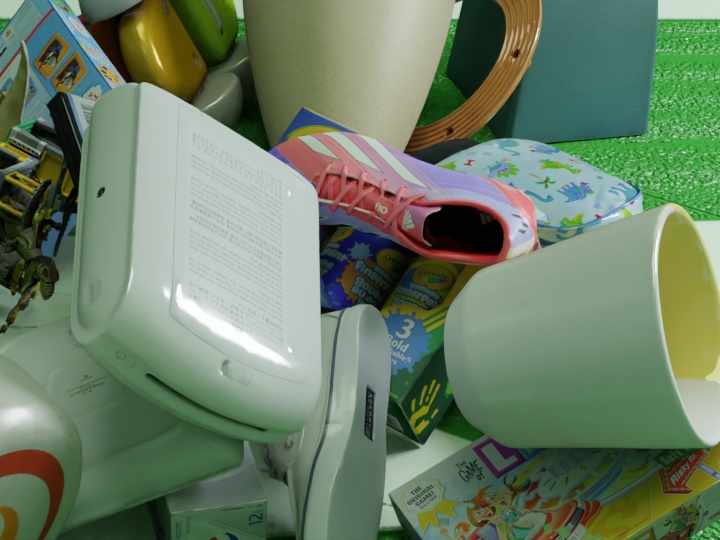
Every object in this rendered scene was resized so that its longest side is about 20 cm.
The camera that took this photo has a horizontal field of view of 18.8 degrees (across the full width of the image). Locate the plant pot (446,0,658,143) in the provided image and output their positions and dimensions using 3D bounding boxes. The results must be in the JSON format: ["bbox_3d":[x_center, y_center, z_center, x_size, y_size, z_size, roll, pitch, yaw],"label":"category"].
[{"bbox_3d":[0.176,-0.234,1.885,0.140,0.201,0.141,-6,35,-21],"label":"plant pot"}]

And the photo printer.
[{"bbox_3d":[-0.097,0.003,1.318,0.166,0.069,0.201,30,41,-34],"label":"photo printer"}]

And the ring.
[{"bbox_3d":[0.074,-0.171,1.815,0.019,0.200,0.201,37,14,-37],"label":"ring"}]

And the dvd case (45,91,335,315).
[{"bbox_3d":[-0.109,-0.038,1.435,0.199,0.018,0.143,15,44,-46],"label":"dvd case"}]

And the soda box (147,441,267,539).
[{"bbox_3d":[-0.110,0.115,1.406,0.063,0.069,0.200,-6,35,-13],"label":"soda box"}]

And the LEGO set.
[{"bbox_3d":[-0.217,-0.018,1.492,0.115,0.155,0.200,27,7,5],"label":"LEGO set"}]

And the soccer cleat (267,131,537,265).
[{"bbox_3d":[0.021,-0.045,1.450,0.199,0.067,0.076,15,18,11],"label":"soccer cleat"}]

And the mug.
[{"bbox_3d":[0.144,0.046,1.369,0.152,0.151,0.186,-11,-5,24],"label":"mug"}]

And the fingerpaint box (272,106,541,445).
[{"bbox_3d":[0.000,0.000,1.531,0.199,0.073,0.167,27,72,27],"label":"fingerpaint box"}]

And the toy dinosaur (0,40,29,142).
[{"bbox_3d":[-0.266,-0.102,1.602,0.058,0.201,0.101,4,35,-33],"label":"toy dinosaur"}]

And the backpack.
[{"bbox_3d":[0.121,-0.025,1.625,0.200,0.154,0.163,42,36,24],"label":"backpack"}]

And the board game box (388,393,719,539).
[{"bbox_3d":[0.135,0.141,1.378,0.199,0.034,0.135,-31,42,-10],"label":"board game box"}]

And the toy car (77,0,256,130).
[{"bbox_3d":[-0.177,-0.192,1.816,0.149,0.176,0.200,-20,22,27],"label":"toy car"}]

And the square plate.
[{"bbox_3d":[-0.172,0.082,1.390,0.199,0.029,0.199,-20,38,9],"label":"square plate"}]

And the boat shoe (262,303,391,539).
[{"bbox_3d":[-0.027,0.114,1.402,0.069,0.071,0.201,-10,56,25],"label":"boat shoe"}]

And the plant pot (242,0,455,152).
[{"bbox_3d":[-0.014,-0.170,1.761,0.186,0.188,0.201,5,63,-3],"label":"plant pot"}]

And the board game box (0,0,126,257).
[{"bbox_3d":[-0.248,-0.110,1.663,0.037,0.152,0.200,30,15,-40],"label":"board game box"}]

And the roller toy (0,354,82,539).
[{"bbox_3d":[-0.266,0.118,1.256,0.140,0.201,0.182,39,43,26],"label":"roller toy"}]
